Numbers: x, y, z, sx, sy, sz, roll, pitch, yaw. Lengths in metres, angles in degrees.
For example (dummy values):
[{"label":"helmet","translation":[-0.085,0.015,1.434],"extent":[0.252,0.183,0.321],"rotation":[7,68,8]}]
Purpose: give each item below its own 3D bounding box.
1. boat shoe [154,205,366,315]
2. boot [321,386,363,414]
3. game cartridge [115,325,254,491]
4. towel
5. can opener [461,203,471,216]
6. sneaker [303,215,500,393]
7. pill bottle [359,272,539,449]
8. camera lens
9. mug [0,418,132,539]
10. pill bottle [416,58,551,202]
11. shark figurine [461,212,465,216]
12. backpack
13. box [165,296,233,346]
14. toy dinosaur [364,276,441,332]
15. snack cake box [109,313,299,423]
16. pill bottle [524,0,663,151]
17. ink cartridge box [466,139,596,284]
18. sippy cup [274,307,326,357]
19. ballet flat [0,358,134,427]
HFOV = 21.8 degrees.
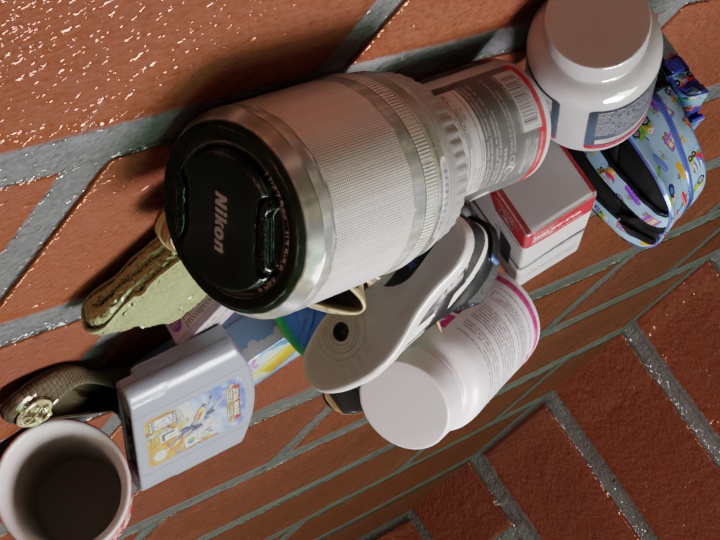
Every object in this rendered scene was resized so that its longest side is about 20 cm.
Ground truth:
[{"label":"boat shoe","translation":[-0.072,-0.009,1.504],"extent":[0.200,0.076,0.072],"rotation":[14,126,-37]},{"label":"boot","translation":[-0.011,0.101,1.904],"extent":[0.138,0.077,0.200],"rotation":[-26,-171,40]},{"label":"game cartridge","translation":[-0.167,0.134,1.812],"extent":[0.133,0.042,0.200],"rotation":[-23,151,-15]},{"label":"towel","translation":[-0.139,-0.017,1.594],"extent":[0.200,0.036,0.148],"rotation":[-42,166,21]},{"label":"can opener","translation":[0.032,-0.006,1.899],"extent":[0.200,0.053,0.066],"rotation":[-30,173,19]},{"label":"sneaker","translation":[0.048,0.036,1.611],"extent":[0.200,0.073,0.112],"rotation":[-46,155,20]},{"label":"pill bottle","translation":[0.086,0.086,1.815],"extent":[0.113,0.113,0.200],"rotation":[-45,178,37]},{"label":"camera lens","translation":[-0.036,-0.061,1.411],"extent":[0.200,0.160,0.160],"rotation":[-22,162,-45]},{"label":"mug","translation":[-0.313,0.222,1.909],"extent":[0.200,0.177,0.134],"rotation":[100,10,-79]},{"label":"pill bottle","translation":[0.060,-0.106,1.596],"extent":[0.200,0.114,0.114],"rotation":[-23,163,-42]},{"label":"shark figurine","translation":[0.016,-0.083,1.718],"extent":[0.214,0.128,0.090],"rotation":[13,104,-43]},{"label":"backpack","translation":[0.267,-0.131,1.834],"extent":[0.134,0.200,0.183],"rotation":[-31,166,-16]},{"label":"box","translation":[-0.111,0.000,1.717],"extent":[0.041,0.039,0.200],"rotation":[-15,156,-51]},{"label":"toy dinosaur","translation":[0.000,0.000,1.656],"extent":[0.200,0.060,0.106],"rotation":[15,170,-13]},{"label":"snack cake box","translation":[-0.155,0.098,1.904],"extent":[0.200,0.067,0.115],"rotation":[-34,168,-3]},{"label":"pill bottle","translation":[0.206,-0.188,1.653],"extent":[0.120,0.120,0.200],"rotation":[-34,168,-4]},{"label":"ink cartridge box","translation":[0.152,-0.083,1.843],"extent":[0.084,0.144,0.200],"rotation":[-32,167,-6]},{"label":"sippy cup","translation":[-0.002,0.009,1.800],"extent":[0.130,0.178,0.140],"rotation":[-26,145,-35]},{"label":"ballet flat","translation":[-0.264,0.120,1.751],"extent":[0.067,0.046,0.200],"rotation":[-40,166,21]}]
